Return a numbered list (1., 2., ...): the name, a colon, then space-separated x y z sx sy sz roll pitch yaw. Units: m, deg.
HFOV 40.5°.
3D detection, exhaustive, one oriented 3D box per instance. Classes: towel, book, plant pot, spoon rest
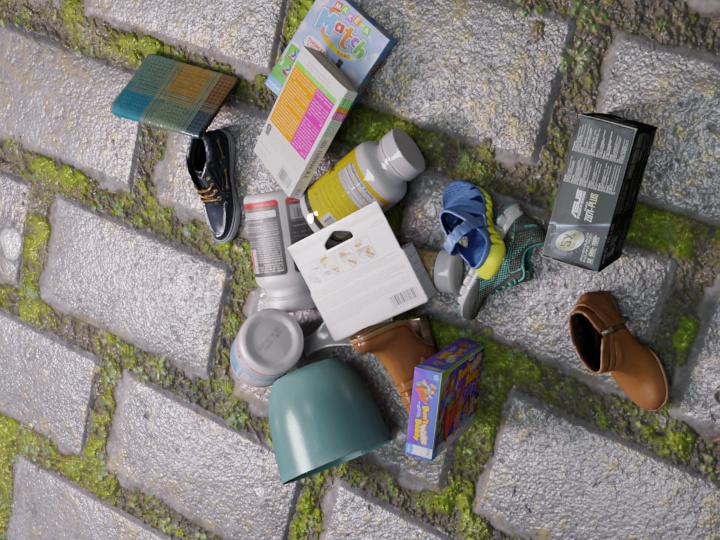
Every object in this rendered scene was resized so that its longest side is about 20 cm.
1. towel: -0.328 -0.307 1.718 0.197 0.022 0.148 19 62 22
2. book: -0.092 -0.238 1.576 0.134 0.048 0.202 52 121 37
3. plant pot: -0.065 0.243 1.632 0.199 0.199 0.164 -28 75 27
4. spoon rest: -0.028 0.096 1.658 0.198 0.060 0.101 -32 84 28

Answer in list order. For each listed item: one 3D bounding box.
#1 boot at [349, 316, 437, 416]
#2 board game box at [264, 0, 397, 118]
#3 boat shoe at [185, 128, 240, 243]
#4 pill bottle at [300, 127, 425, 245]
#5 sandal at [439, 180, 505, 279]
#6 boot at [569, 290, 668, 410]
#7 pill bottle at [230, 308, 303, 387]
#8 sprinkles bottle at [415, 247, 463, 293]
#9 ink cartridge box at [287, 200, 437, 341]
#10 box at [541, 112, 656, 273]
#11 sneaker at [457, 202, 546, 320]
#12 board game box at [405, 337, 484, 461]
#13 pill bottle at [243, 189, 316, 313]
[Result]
1. boot: 0.061 0.159 1.543 0.076 0.199 0.159 -12 85 30
2. board game box: -0.052 -0.343 1.612 0.151 0.036 0.201 43 113 15
3. boat shoe: -0.266 -0.146 1.722 0.070 0.091 0.205 2 99 26
4. pill bottle: 0.006 -0.137 1.575 0.199 0.111 0.112 -35 82 26
5. sandal: 0.156 -0.076 1.476 0.086 0.201 0.080 20 119 -24
6. boot: 0.368 0.125 1.398 0.076 0.155 0.203 -25 87 27
7. pill bottle: -0.164 0.138 1.658 0.110 0.108 0.200 60 160 6
8. sprinkles bottle: 0.066 -0.007 1.589 0.196 0.068 0.070 6 101 26
9. ink cartridge box: 0.000 0.000 1.560 0.198 0.043 0.176 -25 95 33
10. box: 0.339 -0.114 1.379 0.085 0.163 0.204 18 107 22
11. sneaker: 0.220 0.001 1.511 0.090 0.077 0.202 32 113 14
12. board game box: 0.133 0.195 1.513 0.044 0.199 0.137 11 104 24
13. pill bottle: -0.129 -0.034 1.657 0.114 0.115 0.204 -5 96 27
